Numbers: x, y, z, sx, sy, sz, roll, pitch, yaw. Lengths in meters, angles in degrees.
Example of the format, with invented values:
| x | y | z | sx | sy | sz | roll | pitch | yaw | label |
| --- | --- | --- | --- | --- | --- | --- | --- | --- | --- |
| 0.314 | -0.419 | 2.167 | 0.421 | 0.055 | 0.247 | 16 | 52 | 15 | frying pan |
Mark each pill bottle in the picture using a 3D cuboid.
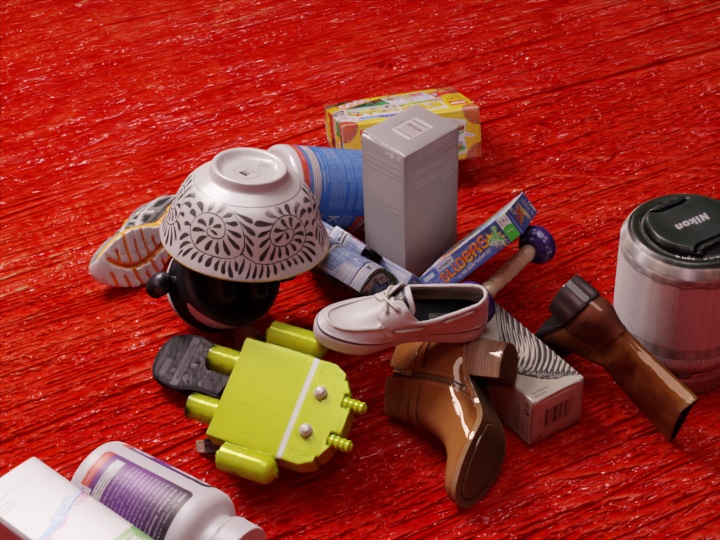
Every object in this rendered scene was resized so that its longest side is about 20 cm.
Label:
| x | y | z | sx | sy | sz | roll | pitch | yaw | label |
| --- | --- | --- | --- | --- | --- | --- | --- | --- | --- |
| -0.032 | -0.107 | 1.934 | 0.198 | 0.113 | 0.112 | 0 | 31 | -34 | pill bottle |
| -0.198 | 0.263 | 1.492 | 0.198 | 0.112 | 0.111 | 21 | 43 | 27 | pill bottle |

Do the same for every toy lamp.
| x | y | z | sx | sy | sz | roll | pitch | yaw | label |
| --- | --- | --- | --- | --- | --- | --- | --- | --- | --- |
| 0.165 | 0.013 | 1.739 | 0.058 | 0.059 | 0.200 | 23 | 39 | 29 | toy lamp |

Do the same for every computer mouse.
| x | y | z | sx | sy | sz | roll | pitch | yaw | label |
| --- | --- | --- | --- | --- | --- | --- | --- | --- | --- |
| -0.169 | 0.151 | 1.692 | 0.198 | 0.046 | 0.142 | 5 | 63 | 32 | computer mouse |

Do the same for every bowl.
| x | y | z | sx | sy | sz | roll | pitch | yaw | label |
| --- | --- | --- | --- | --- | --- | --- | --- | --- | --- |
| -0.129 | -0.079 | 1.661 | 0.198 | 0.095 | 0.202 | 5 | 33 | -3 | bowl |

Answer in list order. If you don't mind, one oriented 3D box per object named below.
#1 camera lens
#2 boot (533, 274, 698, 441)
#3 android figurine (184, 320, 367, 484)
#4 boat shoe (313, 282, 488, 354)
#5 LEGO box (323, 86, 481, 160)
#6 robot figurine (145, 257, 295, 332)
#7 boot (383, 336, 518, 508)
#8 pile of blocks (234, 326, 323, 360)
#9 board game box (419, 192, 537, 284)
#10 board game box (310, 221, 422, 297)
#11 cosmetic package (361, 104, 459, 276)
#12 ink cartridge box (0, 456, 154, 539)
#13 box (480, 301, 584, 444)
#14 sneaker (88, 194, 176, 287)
| x | y | z | sx | sy | sz | roll | pitch | yaw | label |
| --- | --- | --- | --- | --- | --- | --- | --- | --- | --- |
| 0.379 | 0.024 | 1.706 | 0.158 | 0.202 | 0.161 | -1 | 37 | 1 | camera lens |
| 0.298 | 0.113 | 1.674 | 0.068 | 0.189 | 0.200 | -38 | 74 | -23 | boot |
| -0.091 | 0.148 | 1.605 | 0.198 | 0.041 | 0.184 | 17 | 68 | 18 | android figurine |
| 0.047 | 0.046 | 1.612 | 0.197 | 0.066 | 0.073 | 0 | 49 | -5 | boat shoe |
| 0.058 | -0.200 | 2.080 | 0.198 | 0.078 | 0.149 | -9 | 20 | -10 | LEGO box |
| -0.168 | 0.009 | 1.761 | 0.150 | 0.200 | 0.126 | 34 | 75 | -12 | robot figurine |
| 0.086 | 0.165 | 1.635 | 0.154 | 0.077 | 0.202 | -1 | 68 | 35 | boot |
| -0.071 | 0.122 | 1.700 | 0.062 | 0.083 | 0.200 | 20 | 18 | -48 | pile of blocks |
| 0.149 | -0.033 | 1.796 | 0.135 | 0.035 | 0.200 | -38 | 0 | 14 | board game box |
| 0.000 | 0.000 | 1.795 | 0.199 | 0.200 | 0.062 | 30 | 87 | 20 | board game box |
| 0.065 | -0.097 | 1.880 | 0.090 | 0.202 | 0.106 | 32 | 46 | 34 | cosmetic package |
| -0.280 | 0.296 | 1.424 | 0.199 | 0.146 | 0.084 | 26 | 44 | 32 | ink cartridge box |
| 0.170 | 0.111 | 1.710 | 0.082 | 0.069 | 0.200 | -23 | 43 | -26 | box |
| -0.291 | -0.041 | 1.932 | 0.077 | 0.079 | 0.200 | 10 | 34 | 37 | sneaker |
